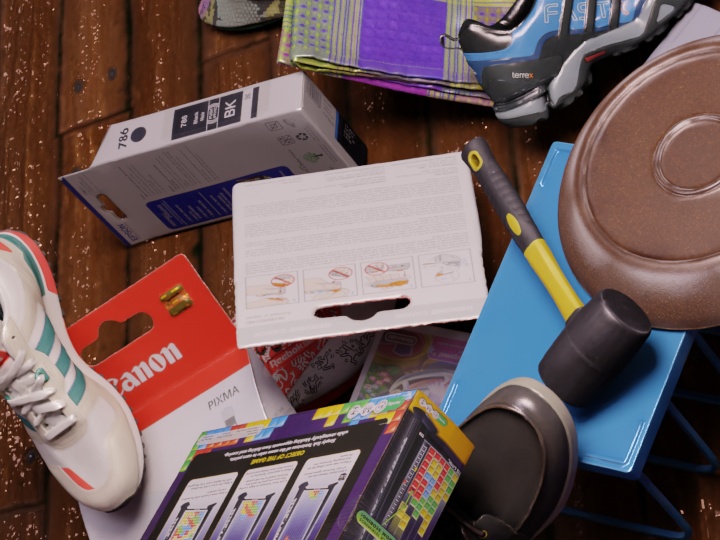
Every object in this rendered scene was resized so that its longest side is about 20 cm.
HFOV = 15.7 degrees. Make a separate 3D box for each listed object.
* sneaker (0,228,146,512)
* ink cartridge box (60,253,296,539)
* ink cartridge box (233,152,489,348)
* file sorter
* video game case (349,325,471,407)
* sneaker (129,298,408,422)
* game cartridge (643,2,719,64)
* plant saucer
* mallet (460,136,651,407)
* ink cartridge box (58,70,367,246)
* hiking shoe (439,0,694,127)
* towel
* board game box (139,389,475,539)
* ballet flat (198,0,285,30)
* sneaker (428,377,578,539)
[{"bbox_3d":[-0.212,0.067,1.642,0.070,0.093,0.200,-33,78,26],"label":"sneaker"},{"bbox_3d":[-0.120,0.114,1.663,0.160,0.200,0.047,-32,5,26],"label":"ink cartridge box"},{"bbox_3d":[0.000,0.000,1.676,0.159,0.047,0.200,-7,33,1],"label":"ink cartridge box"},{"bbox_3d":[0.162,0.046,1.580,0.138,0.123,0.201,10,66,36],"label":"file sorter"},{"bbox_3d":[0.038,0.132,1.666,0.143,0.018,0.201,10,70,36],"label":"video game case"},{"bbox_3d":[-0.064,0.050,1.728,0.201,0.108,0.067,-42,48,2],"label":"sneaker"},{"bbox_3d":[0.247,-0.084,1.672,0.200,0.041,0.133,31,84,41],"label":"game cartridge"},{"bbox_3d":[0.201,-0.061,1.524,0.199,0.032,0.201,-16,53,22],"label":"plant saucer"},{"bbox_3d":[0.100,0.000,1.534,0.066,0.041,0.200,-57,42,20],"label":"mallet"},{"bbox_3d":[-0.104,-0.077,1.843,0.199,0.099,0.039,-14,54,23],"label":"ink cartridge box"},{"bbox_3d":[0.154,-0.183,1.737,0.200,0.087,0.074,-40,15,-10],"label":"hiking shoe"},{"bbox_3d":[0.049,-0.185,1.804,0.199,0.023,0.144,9,62,-3],"label":"towel"},{"bbox_3d":[-0.048,0.158,1.472,0.200,0.057,0.166,-14,40,48],"label":"board game box"},{"bbox_3d":[-0.045,-0.224,1.920,0.199,0.071,0.069,-3,60,31],"label":"ballet flat"},{"bbox_3d":[0.049,0.151,1.492,0.075,0.106,0.200,41,130,15],"label":"sneaker"}]
